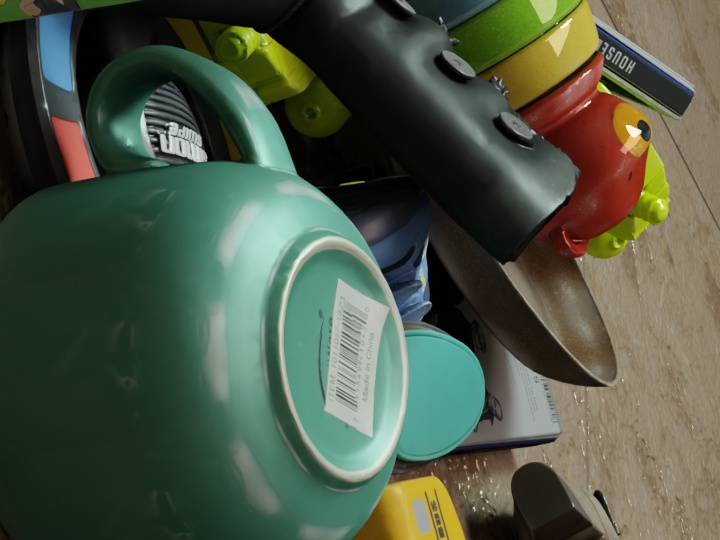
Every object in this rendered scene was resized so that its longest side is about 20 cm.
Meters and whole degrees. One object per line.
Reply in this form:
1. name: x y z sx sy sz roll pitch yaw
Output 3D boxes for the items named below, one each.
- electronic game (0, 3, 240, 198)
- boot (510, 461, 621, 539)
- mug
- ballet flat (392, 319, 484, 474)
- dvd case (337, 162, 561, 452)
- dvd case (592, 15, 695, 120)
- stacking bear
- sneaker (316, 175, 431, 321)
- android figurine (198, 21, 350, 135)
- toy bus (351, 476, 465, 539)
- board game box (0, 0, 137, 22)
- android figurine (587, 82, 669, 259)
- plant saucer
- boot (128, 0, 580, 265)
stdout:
1. electronic game: -0.089 -0.050 1.050 0.200 0.041 0.201 -17 90 -71
2. boot: 0.130 0.196 1.363 0.146 0.070 0.201 59 14 -55
3. mug: -0.057 0.023 0.912 0.152 0.114 0.186 -46 122 -53
4. ballet flat: -0.014 0.061 1.110 0.200 0.073 0.073 -16 89 -63
5. dvd case: 0.051 0.023 1.368 0.200 0.025 0.151 7 67 -69
6. dvd case: 0.072 -0.148 1.381 0.200 0.150 0.025 29 90 -43
7. stacking bear: 0.070 -0.104 1.213 0.200 0.114 0.121 59 29 -10
8. sneaker: 0.000 0.000 1.157 0.200 0.074 0.083 -17 100 -85
9. android figurine: -0.049 -0.152 1.227 0.200 0.041 0.183 -56 126 -68
10. toy bus: 0.028 0.195 1.121 0.078 0.065 0.201 0 73 -69
11. board game box: -0.059 -0.158 0.982 0.135 0.199 0.029 -85 163 -47
12. android figurine: 0.096 -0.078 1.406 0.200 0.041 0.182 33 -16 49
13. plant saucer: 0.067 -0.021 1.304 0.200 0.032 0.200 52 16 -21
14. boot: -0.001 -0.079 1.063 0.200 0.066 0.165 49 28 0
